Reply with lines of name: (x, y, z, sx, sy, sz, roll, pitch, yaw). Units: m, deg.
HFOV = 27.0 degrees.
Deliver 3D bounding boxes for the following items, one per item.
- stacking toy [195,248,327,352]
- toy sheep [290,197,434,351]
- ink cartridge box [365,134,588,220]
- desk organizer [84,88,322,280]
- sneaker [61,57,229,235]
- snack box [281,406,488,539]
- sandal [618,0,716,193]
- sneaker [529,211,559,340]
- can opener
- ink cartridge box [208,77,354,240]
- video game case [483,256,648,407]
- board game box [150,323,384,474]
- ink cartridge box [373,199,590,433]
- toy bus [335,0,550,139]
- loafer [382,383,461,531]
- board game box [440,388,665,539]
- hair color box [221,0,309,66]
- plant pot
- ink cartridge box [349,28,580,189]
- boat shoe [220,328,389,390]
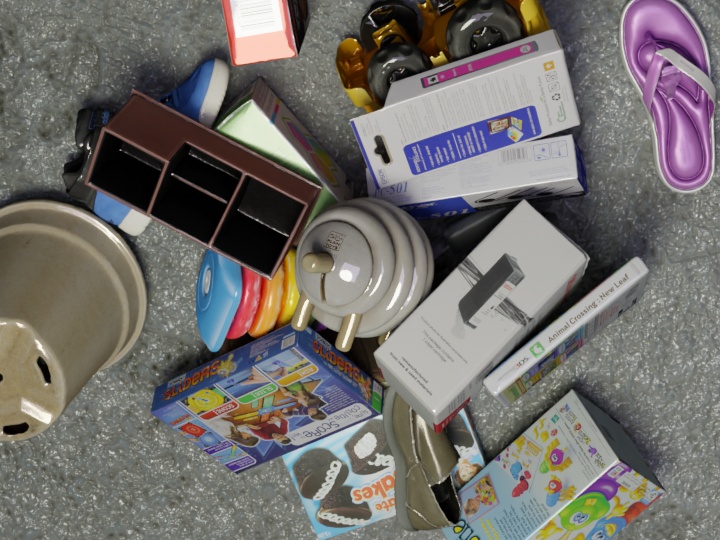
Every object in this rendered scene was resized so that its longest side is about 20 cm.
stacking toy: (-0.060, 0.021, 1.506, 0.198, 0.117, 0.110, 6, 139, -19)
toy sheep: (0.000, 0.000, 1.355, 0.136, 0.200, 0.140, 0, 91, 22)
ink cartridge box: (0.112, -0.085, 1.427, 0.198, 0.094, 0.045, -8, 81, 13)
desk organizer: (-0.145, -0.078, 1.373, 0.198, 0.077, 0.072, 27, 124, 1)
sneaker: (-0.216, -0.139, 1.456, 0.111, 0.077, 0.201, 29, 113, -18)
snack box: (0.027, 0.200, 1.585, 0.198, 0.037, 0.117, -21, 108, 7)
sandal: (0.308, -0.171, 1.451, 0.082, 0.050, 0.204, -18, 107, 7)
sneaker: (0.132, 0.031, 1.516, 0.103, 0.060, 0.202, 9, 112, -7)
can opener: (0.105, -0.028, 1.502, 0.199, 0.053, 0.067, -33, 106, 9)
ink cartridge box: (-0.057, -0.086, 1.457, 0.059, 0.104, 0.200, -38, 104, 13)
video game case: (0.199, 0.064, 1.444, 0.182, 0.200, 0.022, -39, 78, 1)
board game box: (-0.094, 0.131, 1.507, 0.199, 0.035, 0.135, -25, 131, 30)
ink cartridge box: (0.112, 0.045, 1.391, 0.200, 0.144, 0.084, -44, 78, -6)
toy bus: (0.100, -0.177, 1.423, 0.198, 0.136, 0.193, -25, 122, 11)
loafer: (0.071, 0.176, 1.511, 0.069, 0.075, 0.202, 8, 121, 28)
board game box: (0.193, 0.239, 1.544, 0.200, 0.105, 0.103, -43, 134, 14)
hair color box: (-0.086, -0.254, 1.351, 0.060, 0.200, 0.103, -8, 109, 3)
plant pot: (-0.325, 0.060, 1.452, 0.198, 0.184, 0.203, 3, 117, 7)
ink cartridge box: (0.094, -0.143, 1.349, 0.198, 0.037, 0.095, -19, 137, 5)
boat shoe: (-0.046, 0.101, 1.547, 0.197, 0.072, 0.077, 7, 134, -2)
